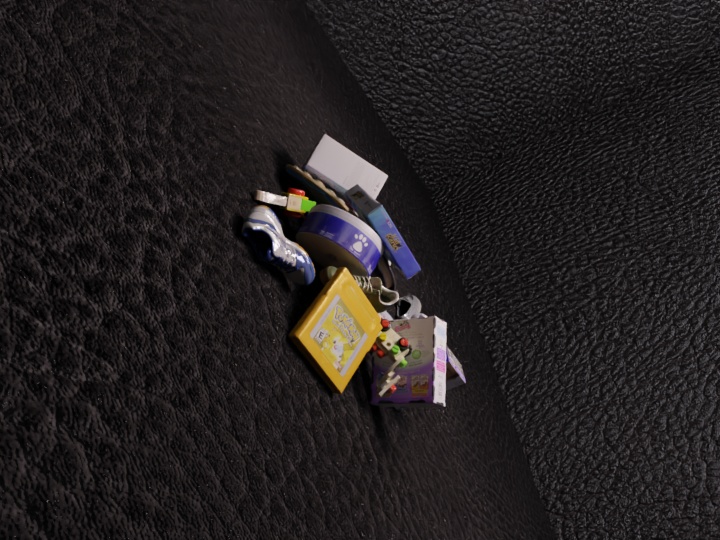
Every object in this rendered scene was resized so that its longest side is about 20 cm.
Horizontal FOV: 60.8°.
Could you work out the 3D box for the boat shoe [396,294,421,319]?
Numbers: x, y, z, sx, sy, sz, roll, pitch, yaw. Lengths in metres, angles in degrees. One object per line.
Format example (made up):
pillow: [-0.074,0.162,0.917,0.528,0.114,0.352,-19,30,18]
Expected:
boat shoe: [0.156,0.122,2.038,0.072,0.070,0.201,62,18,-20]

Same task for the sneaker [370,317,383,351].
sneaker: [0.024,0.126,1.596,0.073,0.077,0.201,46,22,-44]

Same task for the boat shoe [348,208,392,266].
boat shoe: [0.027,-0.089,1.654,0.199,0.075,0.066,48,37,16]

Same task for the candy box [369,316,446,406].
candy box: [0.114,0.217,1.448,0.071,0.167,0.201,29,59,-53]

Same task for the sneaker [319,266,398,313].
sneaker: [0.006,0.034,1.372,0.200,0.090,0.067,36,40,-39]

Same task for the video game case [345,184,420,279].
video game case: [0.051,-0.095,1.473,0.200,0.045,0.181,56,-3,-29]

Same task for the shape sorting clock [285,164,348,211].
shape sorting clock: [-0.111,-0.216,1.603,0.200,0.039,0.200,36,-6,4]

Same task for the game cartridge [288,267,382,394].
game cartridge: [-0.042,0.123,1.277,0.177,0.032,0.200,56,52,-28]

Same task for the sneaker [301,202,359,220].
sneaker: [-0.080,-0.122,1.539,0.199,0.079,0.077,23,7,34]

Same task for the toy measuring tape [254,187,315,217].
toy measuring tape: [-0.183,-0.163,1.426,0.199,0.073,0.074,5,58,-50]

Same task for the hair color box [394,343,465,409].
hair color box: [0.151,0.269,1.547,0.109,0.199,0.065,51,19,-39]

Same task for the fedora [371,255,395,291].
fedora: [0.000,0.000,1.591,0.201,0.091,0.201,43,-24,25]

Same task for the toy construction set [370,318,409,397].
toy construction set: [0.032,0.181,1.391,0.200,0.131,0.092,52,-27,6]

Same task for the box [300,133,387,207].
box: [-0.047,-0.255,1.632,0.199,0.098,0.124,32,-10,-13]

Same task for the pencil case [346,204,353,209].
pencil case: [-0.038,-0.145,1.731,0.201,0.090,0.094,69,19,7]

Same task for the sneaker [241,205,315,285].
sneaker: [-0.172,-0.032,1.242,0.200,0.075,0.088,50,31,-21]

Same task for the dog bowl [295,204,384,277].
dog bowl: [-0.048,-0.062,1.429,0.200,0.199,0.079,49,64,-44]

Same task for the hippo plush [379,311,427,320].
hippo plush: [0.116,0.162,1.675,0.160,0.160,0.200,63,15,-5]
